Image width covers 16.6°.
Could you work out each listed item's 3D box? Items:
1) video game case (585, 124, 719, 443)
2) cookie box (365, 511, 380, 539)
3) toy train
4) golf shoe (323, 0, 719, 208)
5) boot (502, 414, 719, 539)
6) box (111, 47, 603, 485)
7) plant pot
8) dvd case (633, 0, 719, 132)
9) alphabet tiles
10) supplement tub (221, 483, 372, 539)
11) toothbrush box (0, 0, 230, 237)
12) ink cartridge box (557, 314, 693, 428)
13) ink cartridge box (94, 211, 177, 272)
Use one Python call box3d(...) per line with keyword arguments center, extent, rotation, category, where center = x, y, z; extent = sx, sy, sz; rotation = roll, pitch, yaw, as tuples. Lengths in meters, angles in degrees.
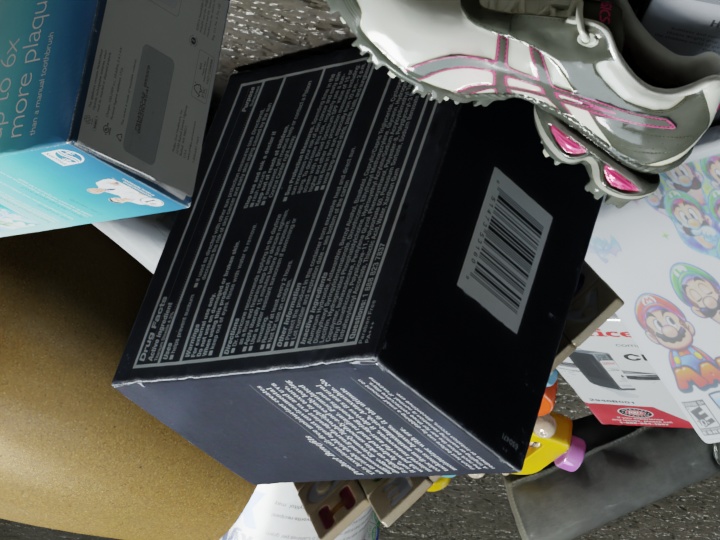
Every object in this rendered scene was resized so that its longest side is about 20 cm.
box3d(center=(0.208, 0.007, 1.294), extent=(0.199, 0.024, 0.183), rotation=(-14, 117, 52), category="video game case")
box3d(center=(-0.070, 0.101, 1.691), extent=(0.075, 0.173, 0.199), rotation=(-11, 153, 41), category="cookie box")
box3d(center=(0.063, 0.082, 1.581), extent=(0.199, 0.056, 0.150), rotation=(-15, 141, 37), category="toy train")
box3d(center=(0.078, -0.114, 1.150), extent=(0.199, 0.078, 0.088), rotation=(27, 138, -14), category="golf shoe")
box3d(center=(0.195, 0.134, 1.597), extent=(0.199, 0.182, 0.073), rotation=(-18, 118, 2), category="boot")
box3d(center=(0.004, -0.005, 1.267), extent=(0.197, 0.201, 0.123), rotation=(-6, 145, 44), category="box")
box3d(center=(-0.151, 0.068, 1.349), extent=(0.199, 0.187, 0.186), rotation=(28, 157, -16), category="plant pot")
box3d(center=(0.200, -0.095, 1.216), extent=(0.149, 0.025, 0.200), rotation=(10, 161, -2), category="dvd case")
box3d(center=(0.042, 0.058, 1.315), extent=(0.008, 0.200, 0.167), rotation=(46, -177, -21), category="alphabet tiles")
box3d(center=(-0.052, 0.125, 1.516), extent=(0.131, 0.201, 0.132), rotation=(12, -155, -6), category="supplement tub")
box3d(center=(-0.165, -0.100, 1.188), extent=(0.199, 0.148, 0.085), rotation=(-6, 156, 41), category="toothbrush box")
box3d(center=(0.190, 0.026, 1.481), extent=(0.143, 0.084, 0.200), rotation=(1, 158, 22), category="ink cartridge box")
box3d(center=(-0.168, -0.048, 1.533), extent=(0.199, 0.050, 0.162), rotation=(21, 168, 24), category="ink cartridge box")
